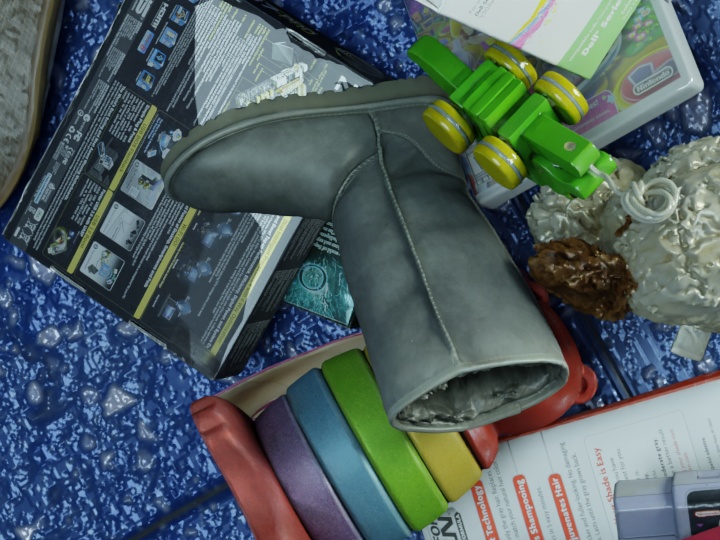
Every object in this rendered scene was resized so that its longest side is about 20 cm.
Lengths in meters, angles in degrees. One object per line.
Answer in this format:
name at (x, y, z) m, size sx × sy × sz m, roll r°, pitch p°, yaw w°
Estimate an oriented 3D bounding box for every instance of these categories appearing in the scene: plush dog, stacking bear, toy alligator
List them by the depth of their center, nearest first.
toy alligator at (0.097, -0.063, 1.398) m, size 0.059 × 0.054 × 0.200 m, roll -46°, pitch 51°, yaw -9°
plush dog at (0.186, -0.016, 1.414) m, size 0.200 × 0.172 × 0.161 m, roll -31°, pitch 83°, yaw 19°
stacking bear at (0.027, 0.082, 1.461) m, size 0.200 × 0.114 × 0.122 m, roll -29°, pitch 76°, yaw 1°

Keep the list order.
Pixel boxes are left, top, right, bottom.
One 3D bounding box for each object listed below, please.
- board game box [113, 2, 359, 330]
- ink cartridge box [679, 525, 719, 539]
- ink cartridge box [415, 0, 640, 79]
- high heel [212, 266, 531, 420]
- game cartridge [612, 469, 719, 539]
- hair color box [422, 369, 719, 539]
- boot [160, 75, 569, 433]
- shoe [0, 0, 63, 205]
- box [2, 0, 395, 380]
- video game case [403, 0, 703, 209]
board game box at (-0.070, -0.062, 1.585) m, size 0.199 × 0.028 × 0.136 m, roll 22°, pitch 102°, yaw 18°
ink cartridge box at (0.280, 0.178, 1.369) m, size 0.200 × 0.084 × 0.145 m, roll -22°, pitch 122°, yaw 20°
ink cartridge box at (0.050, -0.174, 1.385) m, size 0.117 × 0.200 × 0.067 m, roll 42°, pitch 104°, yaw 31°
high heel at (0.002, 0.049, 1.528) m, size 0.200 × 0.096 × 0.068 m, roll -35°, pitch 46°, yaw 27°
game cartridge at (0.238, 0.157, 1.429) m, size 0.199 × 0.038 × 0.130 m, roll -5°, pitch 130°, yaw 9°
hair color box at (0.135, 0.128, 1.505) m, size 0.199 × 0.061 × 0.102 m, roll -17°, pitch 89°, yaw 20°
boot at (-0.001, -0.001, 1.424) m, size 0.181 × 0.073 × 0.201 m, roll -15°, pitch 62°, yaw 0°
shoe at (-0.217, -0.118, 1.625) m, size 0.070 × 0.053 × 0.201 m, roll 20°, pitch 105°, yaw -1°
box at (-0.094, -0.063, 1.553) m, size 0.161 × 0.049 × 0.200 m, roll 33°, pitch 104°, yaw 17°
video game case at (0.093, -0.153, 1.485) m, size 0.143 × 0.018 × 0.201 m, roll -30°, pitch 66°, yaw 26°
